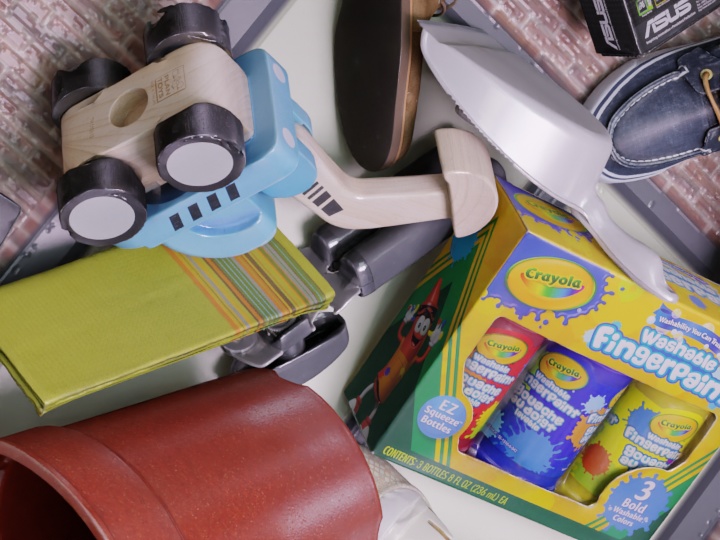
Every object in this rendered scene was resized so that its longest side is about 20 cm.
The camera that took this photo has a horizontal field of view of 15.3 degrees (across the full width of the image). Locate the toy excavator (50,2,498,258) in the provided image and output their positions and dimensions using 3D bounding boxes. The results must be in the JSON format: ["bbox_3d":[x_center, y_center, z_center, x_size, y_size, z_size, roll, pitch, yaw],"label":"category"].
[{"bbox_3d":[-0.048,-0.057,1.485,0.194,0.100,0.200,-26,139,20],"label":"toy excavator"}]

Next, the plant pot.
[{"bbox_3d":[-0.105,0.152,1.446,0.195,0.201,0.201,-23,107,-41],"label":"plant pot"}]

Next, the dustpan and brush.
[{"bbox_3d":[0.114,-0.060,1.526,0.200,0.140,0.057,38,104,15],"label":"dustpan and brush"}]

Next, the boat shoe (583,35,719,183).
[{"bbox_3d":[0.228,-0.109,1.633,0.200,0.091,0.071,-26,108,-21],"label":"boat shoe"}]

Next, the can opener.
[{"bbox_3d":[0.000,0.000,1.569,0.200,0.053,0.067,-35,143,-18],"label":"can opener"}]

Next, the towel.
[{"bbox_3d":[-0.115,0.018,1.473,0.200,0.086,0.018,-20,145,-36],"label":"towel"}]

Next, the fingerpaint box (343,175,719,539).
[{"bbox_3d":[0.122,0.062,1.580,0.200,0.073,0.167,25,110,-27],"label":"fingerpaint box"}]

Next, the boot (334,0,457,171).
[{"bbox_3d":[0.031,-0.156,1.547,0.075,0.074,0.200,1,94,-36],"label":"boot"}]

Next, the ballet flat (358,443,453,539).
[{"bbox_3d":[0.042,0.180,1.595,0.067,0.062,0.200,-48,117,-33],"label":"ballet flat"}]

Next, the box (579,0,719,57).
[{"bbox_3d":[0.192,-0.255,1.598,0.200,0.048,0.193,-34,113,-30],"label":"box"}]

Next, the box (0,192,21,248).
[{"bbox_3d":[-0.296,0.010,1.417,0.159,0.046,0.200,32,83,-26],"label":"box"}]
